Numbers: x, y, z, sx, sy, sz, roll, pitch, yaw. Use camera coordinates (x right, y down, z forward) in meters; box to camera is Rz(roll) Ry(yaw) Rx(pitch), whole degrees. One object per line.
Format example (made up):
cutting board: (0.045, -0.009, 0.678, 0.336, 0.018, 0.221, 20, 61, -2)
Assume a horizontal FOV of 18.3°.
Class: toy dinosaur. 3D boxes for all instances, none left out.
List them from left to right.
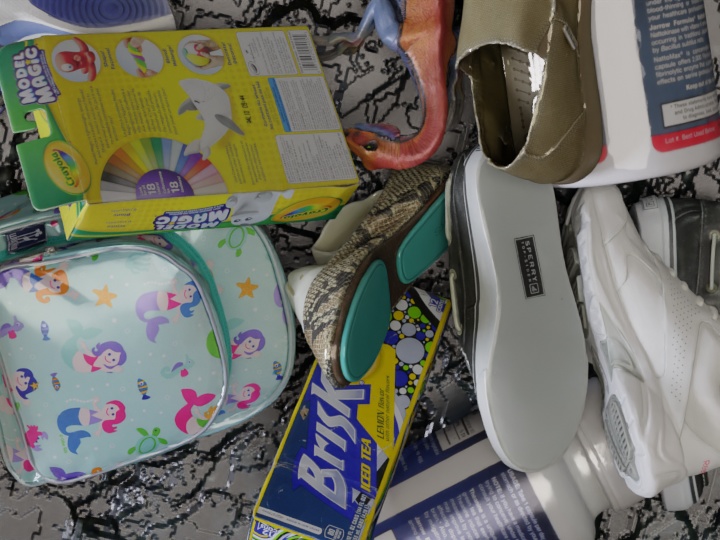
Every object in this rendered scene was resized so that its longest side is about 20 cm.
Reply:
toy dinosaur: (0.023, -0.158, 1.334, 0.104, 0.200, 0.182, -3, 54, -12)

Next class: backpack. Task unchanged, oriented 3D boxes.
backpack: (-0.140, 0.028, 1.363, 0.199, 0.151, 0.179, -16, 109, -8)

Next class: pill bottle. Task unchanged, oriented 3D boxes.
pill bottle: (0.078, 0.148, 1.404, 0.199, 0.111, 0.111, -27, 99, 2)
pill bottle: (0.149, -0.159, 1.357, 0.119, 0.120, 0.201, -9, 99, -1)

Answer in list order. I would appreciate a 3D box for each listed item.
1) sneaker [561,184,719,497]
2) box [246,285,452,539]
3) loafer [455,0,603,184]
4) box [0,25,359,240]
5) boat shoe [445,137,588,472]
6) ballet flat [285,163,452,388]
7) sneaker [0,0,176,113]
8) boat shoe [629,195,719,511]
sneaker: (0.182, 0.035, 1.356, 0.099, 0.078, 0.201, -11, 71, -12)
box: (-0.007, 0.097, 1.351, 0.070, 0.201, 0.064, 19, 141, 4)
loafer: (0.092, -0.145, 1.283, 0.076, 0.067, 0.201, -10, 96, 43)
box: (-0.110, -0.081, 1.301, 0.199, 0.048, 0.118, -4, 62, -28)
boat shoe: (0.090, 0.021, 1.354, 0.070, 0.064, 0.201, -3, 87, -24)
ballet flat: (0.000, 0.000, 1.355, 0.075, 0.200, 0.068, 10, 130, 24)
sneaker: (-0.215, -0.143, 1.352, 0.198, 0.115, 0.081, -15, 75, -9)
boat shoe: (0.212, 0.052, 1.413, 0.070, 0.072, 0.201, -4, 97, 3)
